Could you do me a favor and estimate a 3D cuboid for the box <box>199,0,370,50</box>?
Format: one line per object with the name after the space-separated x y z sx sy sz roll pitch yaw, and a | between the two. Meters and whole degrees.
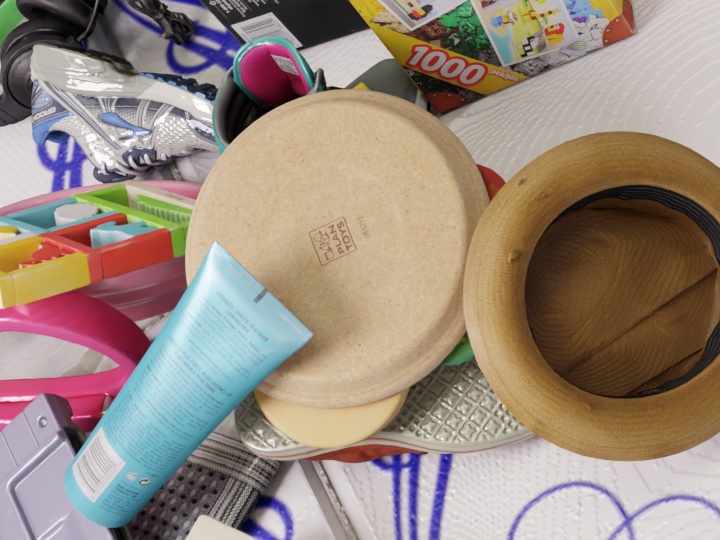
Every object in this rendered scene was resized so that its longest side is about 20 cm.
-0.051 -0.278 1.645 0.123 0.149 0.201 -14 54 26 | box

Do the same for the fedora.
0.142 0.018 1.346 0.202 0.200 0.082 -63 12 -17 | fedora

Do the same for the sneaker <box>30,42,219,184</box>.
-0.149 -0.098 1.648 0.199 0.077 0.086 18 99 26 | sneaker

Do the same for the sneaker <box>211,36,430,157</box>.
-0.030 -0.107 1.505 0.083 0.121 0.200 4 41 33 | sneaker

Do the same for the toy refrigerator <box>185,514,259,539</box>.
-0.023 0.216 1.347 0.199 0.076 0.070 19 71 39 | toy refrigerator

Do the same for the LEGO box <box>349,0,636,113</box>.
0.067 -0.208 1.489 0.148 0.200 0.078 -21 50 20 | LEGO box

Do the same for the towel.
-0.156 0.142 1.509 0.199 0.035 0.193 21 73 40 | towel

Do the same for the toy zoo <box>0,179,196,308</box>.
-0.195 -0.015 1.461 0.199 0.021 0.131 -18 21 -33 | toy zoo

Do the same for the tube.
-0.109 0.074 1.382 0.200 0.077 0.050 -50 1 34 | tube

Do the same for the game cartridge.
-0.197 0.193 1.456 0.129 0.038 0.201 -39 60 16 | game cartridge

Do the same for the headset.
-0.219 -0.171 1.751 0.199 0.094 0.124 -20 49 40 | headset

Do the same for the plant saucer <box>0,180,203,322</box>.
-0.175 -0.008 1.552 0.199 0.051 0.201 -7 19 2 | plant saucer

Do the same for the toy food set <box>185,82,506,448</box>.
-0.008 -0.012 1.389 0.198 0.049 0.200 -40 69 5 | toy food set

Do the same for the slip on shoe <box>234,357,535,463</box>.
0.024 0.082 1.417 0.198 0.061 0.075 -8 74 14 | slip on shoe

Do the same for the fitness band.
-0.229 0.058 1.498 0.198 0.144 0.038 -6 58 24 | fitness band
